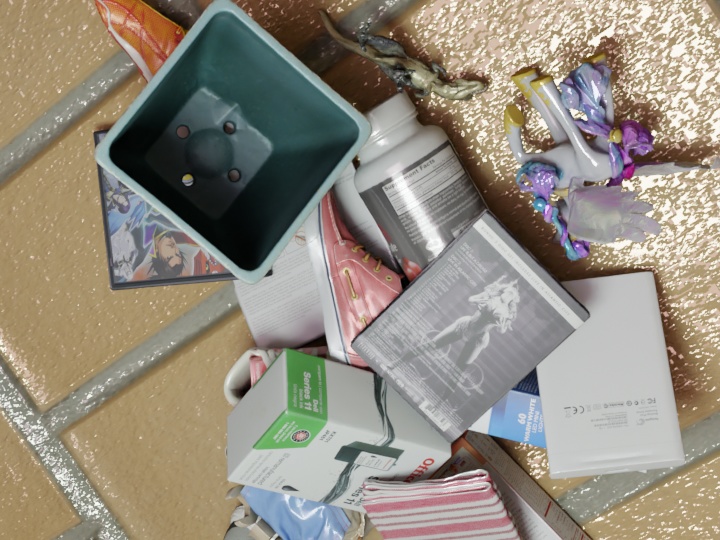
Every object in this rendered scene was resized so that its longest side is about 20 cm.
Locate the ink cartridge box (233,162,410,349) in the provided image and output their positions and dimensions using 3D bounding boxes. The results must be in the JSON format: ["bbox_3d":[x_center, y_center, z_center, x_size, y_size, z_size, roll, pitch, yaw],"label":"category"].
[{"bbox_3d":[-0.054,-0.016,1.485,0.199,0.043,0.175,-25,84,24],"label":"ink cartridge box"}]

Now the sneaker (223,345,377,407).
[{"bbox_3d":[-0.059,0.117,1.454,0.199,0.104,0.076,-16,68,28],"label":"sneaker"}]

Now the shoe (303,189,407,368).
[{"bbox_3d":[0.000,0.000,1.407,0.090,0.071,0.202,-12,86,10],"label":"shoe"}]

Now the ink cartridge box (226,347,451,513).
[{"bbox_3d":[-0.023,0.174,1.412,0.198,0.084,0.147,17,135,-24],"label":"ink cartridge box"}]

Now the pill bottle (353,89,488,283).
[{"bbox_3d":[0.061,-0.079,1.386,0.110,0.111,0.201,-28,97,24],"label":"pill bottle"}]

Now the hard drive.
[{"bbox_3d":[0.244,0.104,1.350,0.130,0.027,0.202,-7,64,6],"label":"hard drive"}]

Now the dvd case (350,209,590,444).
[{"bbox_3d":[0.108,0.059,1.349,0.149,0.016,0.200,44,108,-6],"label":"dvd case"}]

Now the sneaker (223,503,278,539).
[{"bbox_3d":[-0.074,0.351,1.578,0.199,0.080,0.074,22,156,15],"label":"sneaker"}]

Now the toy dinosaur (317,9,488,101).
[{"bbox_3d":[0.031,-0.215,1.365,0.199,0.088,0.048,29,100,7],"label":"toy dinosaur"}]

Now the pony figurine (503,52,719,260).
[{"bbox_3d":[0.230,-0.105,1.317,0.192,0.166,0.202,-4,113,53],"label":"pony figurine"}]

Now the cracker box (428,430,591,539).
[{"bbox_3d":[0.145,0.286,1.506,0.200,0.058,0.134,46,115,1],"label":"cracker box"}]

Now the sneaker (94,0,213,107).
[{"bbox_3d":[-0.225,-0.256,1.461,0.077,0.073,0.201,-37,97,2],"label":"sneaker"}]

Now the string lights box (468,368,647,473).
[{"bbox_3d":[0.213,0.143,1.412,0.198,0.103,0.060,12,110,15],"label":"string lights box"}]

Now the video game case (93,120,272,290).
[{"bbox_3d":[-0.200,-0.076,1.501,0.198,0.025,0.183,-5,93,21],"label":"video game case"}]

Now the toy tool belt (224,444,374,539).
[{"bbox_3d":[-0.083,0.256,1.499,0.199,0.123,0.125,37,121,6],"label":"toy tool belt"}]

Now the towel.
[{"bbox_3d":[0.099,0.277,1.428,0.145,0.030,0.201,-9,137,21],"label":"towel"}]

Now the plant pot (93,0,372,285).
[{"bbox_3d":[-0.138,-0.122,1.345,0.195,0.200,0.197,39,82,-12],"label":"plant pot"}]
